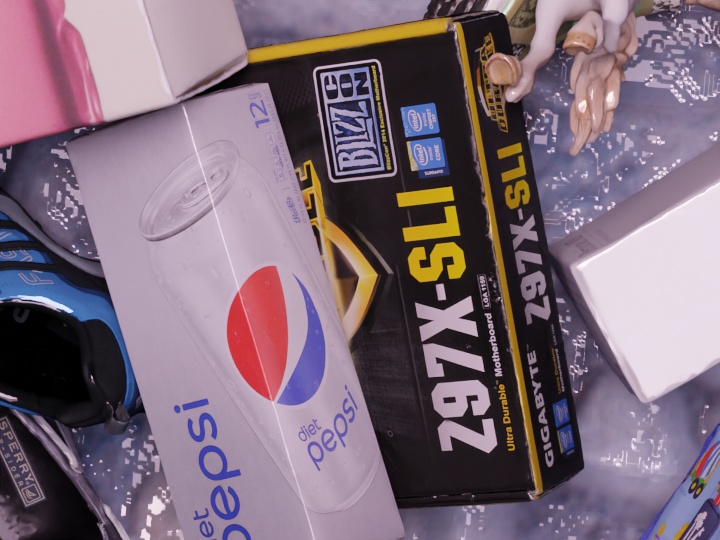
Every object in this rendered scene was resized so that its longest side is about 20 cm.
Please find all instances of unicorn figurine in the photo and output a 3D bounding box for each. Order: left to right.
[{"bbox_3d":[0.090,-0.159,1.109,0.074,0.137,0.200,20,132,17],"label":"unicorn figurine"}]

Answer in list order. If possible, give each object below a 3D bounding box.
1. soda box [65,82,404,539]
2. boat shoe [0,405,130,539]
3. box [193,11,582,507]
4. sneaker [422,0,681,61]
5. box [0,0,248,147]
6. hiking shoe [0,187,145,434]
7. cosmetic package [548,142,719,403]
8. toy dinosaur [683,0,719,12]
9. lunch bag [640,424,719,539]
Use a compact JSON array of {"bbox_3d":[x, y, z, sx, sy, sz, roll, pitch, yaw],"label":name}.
[{"bbox_3d":[-0.051,0.029,1.134,0.068,0.063,0.200,-15,92,34],"label":"soda box"},{"bbox_3d":[-0.127,0.134,1.217,0.072,0.068,0.200,-24,96,1],"label":"boat shoe"},{"bbox_3d":[0.000,0.000,1.173,0.159,0.049,0.200,-6,97,31],"label":"box"},{"bbox_3d":[0.097,-0.125,1.201,0.089,0.077,0.200,34,97,-16],"label":"sneaker"},{"bbox_3d":[-0.165,-0.113,1.115,0.200,0.109,0.128,-13,100,17],"label":"box"},{"bbox_3d":[-0.168,0.006,1.174,0.200,0.087,0.075,21,108,15],"label":"hiking shoe"},{"bbox_3d":[0.184,-0.027,1.196,0.200,0.102,0.074,-29,96,0],"label":"cosmetic package"},{"bbox_3d":[0.216,-0.130,1.153,0.135,0.086,0.200,20,70,-6],"label":"toy dinosaur"},{"bbox_3d":[0.153,0.160,1.182,0.094,0.151,0.200,21,95,-5],"label":"lunch bag"}]
